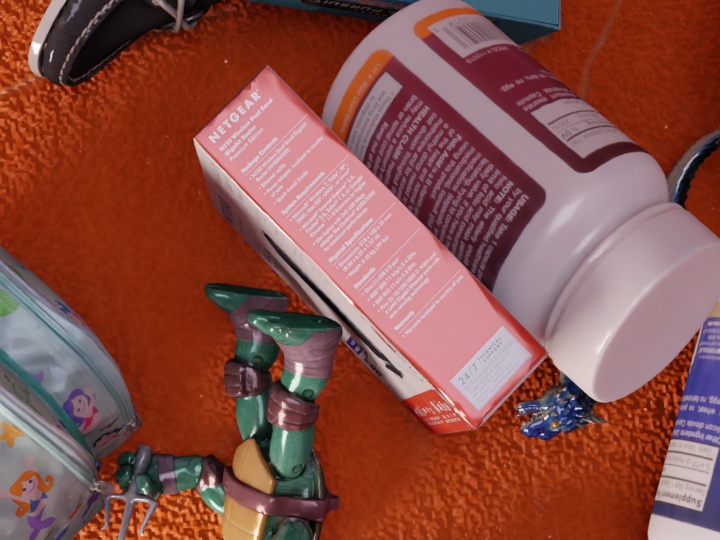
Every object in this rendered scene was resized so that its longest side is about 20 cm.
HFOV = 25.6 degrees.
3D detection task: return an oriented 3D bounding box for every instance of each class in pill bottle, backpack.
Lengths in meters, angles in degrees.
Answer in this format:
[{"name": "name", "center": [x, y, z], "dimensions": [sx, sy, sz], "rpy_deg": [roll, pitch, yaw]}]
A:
[{"name": "pill bottle", "center": [0.216, 0.117, 0.827], "dimensions": [0.118, 0.120, 0.203], "rpy_deg": [16, 83, -2]}, {"name": "pill bottle", "center": [0.081, -0.036, 0.790], "dimensions": [0.114, 0.114, 0.200], "rpy_deg": [-41, 62, -6]}, {"name": "backpack", "center": [-0.200, 0.065, 0.762], "dimensions": [0.177, 0.200, 0.151], "rpy_deg": [41, 83, 7]}]

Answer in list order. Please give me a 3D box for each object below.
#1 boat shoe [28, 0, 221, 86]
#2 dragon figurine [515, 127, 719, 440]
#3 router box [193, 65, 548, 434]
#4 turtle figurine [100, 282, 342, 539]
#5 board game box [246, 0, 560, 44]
[{"name": "boat shoe", "center": [-0.096, -0.168, 0.864], "dimensions": [0.060, 0.074, 0.200], "rpy_deg": [41, 75, 6]}, {"name": "dragon figurine", "center": [0.150, 0.009, 0.864], "dimensions": [0.199, 0.059, 0.100], "rpy_deg": [-37, 87, -6]}, {"name": "router box", "center": [0.000, 0.000, 0.787], "dimensions": [0.049, 0.200, 0.180], "rpy_deg": [-44, 87, -6]}, {"name": "turtle figurine", "center": [-0.061, 0.115, 0.825], "dimensions": [0.149, 0.100, 0.203], "rpy_deg": [16, 100, 41]}, {"name": "board game box", "center": [0.015, -0.212, 0.849], "dimensions": [0.198, 0.047, 0.153], "rpy_deg": [5, 83, -27]}]
